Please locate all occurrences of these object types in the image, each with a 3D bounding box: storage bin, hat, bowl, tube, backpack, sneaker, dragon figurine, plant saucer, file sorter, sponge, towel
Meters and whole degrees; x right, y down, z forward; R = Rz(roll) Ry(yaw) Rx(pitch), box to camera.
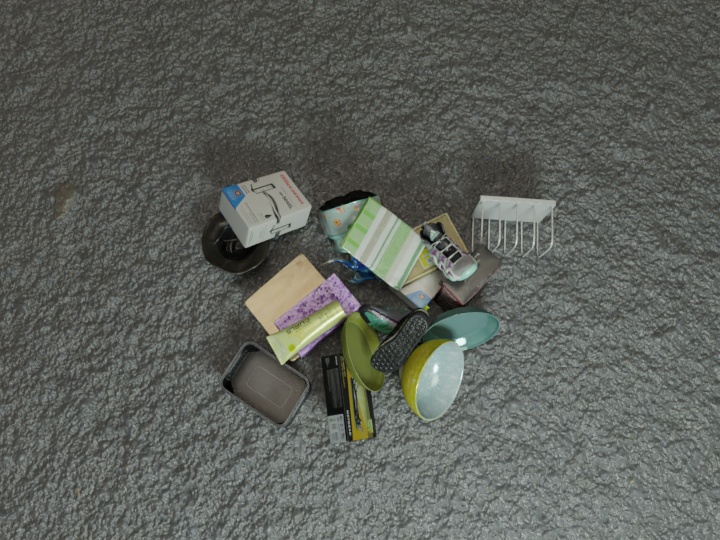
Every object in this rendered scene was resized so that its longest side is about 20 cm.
[{"bbox_3d":[-0.234,0.287,1.433,0.198,0.094,0.136,31,77,8],"label":"storage bin"},{"bbox_3d":[-0.331,-0.062,1.535,0.196,0.081,0.204,3,59,-4],"label":"hat"},{"bbox_3d":[0.159,0.256,1.421,0.107,0.200,0.202,18,71,41],"label":"bowl"},{"bbox_3d":[-0.127,0.145,1.397,0.198,0.052,0.058,-31,39,-4],"label":"tube"},{"bbox_3d":[-0.018,-0.130,1.495,0.172,0.200,0.156,-14,92,-6],"label":"backpack"},{"bbox_3d":[0.192,-0.060,1.363,0.077,0.200,0.141,-39,115,-6],"label":"sneaker"},{"bbox_3d":[0.104,0.168,1.401,0.072,0.083,0.200,41,107,-6],"label":"sneaker"},{"bbox_3d":[0.000,0.000,1.480,0.198,0.058,0.101,-11,86,-43],"label":"dragon figurine"},{"bbox_3d":[0.002,0.203,1.420,0.031,0.199,0.204,-20,74,21],"label":"plant saucer"},{"bbox_3d":[0.402,-0.111,1.527,0.196,0.139,0.127,4,77,0],"label":"file sorter"},{"bbox_3d":[0.085,0.119,1.476,0.198,0.074,0.089,33,61,-24],"label":"sneaker"},{"bbox_3d":[-0.108,0.113,1.443,0.199,0.030,0.112,-39,79,-11],"label":"sponge"},{"bbox_3d":[0.057,-0.066,1.417,0.199,0.031,0.151,36,79,-22],"label":"towel"},{"bbox_3d":[0.248,0.143,1.432,0.196,0.201,0.036,-7,55,-3],"label":"plant saucer"}]

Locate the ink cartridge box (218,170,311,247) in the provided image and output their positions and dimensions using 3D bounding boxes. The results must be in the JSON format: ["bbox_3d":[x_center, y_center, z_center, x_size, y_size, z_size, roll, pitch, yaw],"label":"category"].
[{"bbox_3d":[-0.251,-0.167,1.513,0.198,0.085,0.147,-25,67,-34],"label":"ink cartridge box"}]

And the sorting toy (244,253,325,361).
[{"bbox_3d":[-0.163,0.100,1.497,0.199,0.070,0.199,-40,79,-11],"label":"sorting toy"}]

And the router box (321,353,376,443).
[{"bbox_3d":[-0.027,0.310,1.393,0.051,0.157,0.204,-14,74,24],"label":"router box"}]

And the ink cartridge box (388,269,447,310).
[{"bbox_3d":[0.180,0.002,1.528,0.115,0.067,0.201,39,78,11],"label":"ink cartridge box"}]

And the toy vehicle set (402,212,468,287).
[{"bbox_3d":[0.167,-0.054,1.495,0.197,0.027,0.126,-25,75,-6],"label":"toy vehicle set"}]

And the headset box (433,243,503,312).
[{"bbox_3d":[0.272,0.029,1.454,0.148,0.200,0.075,-43,79,-11],"label":"headset box"}]
